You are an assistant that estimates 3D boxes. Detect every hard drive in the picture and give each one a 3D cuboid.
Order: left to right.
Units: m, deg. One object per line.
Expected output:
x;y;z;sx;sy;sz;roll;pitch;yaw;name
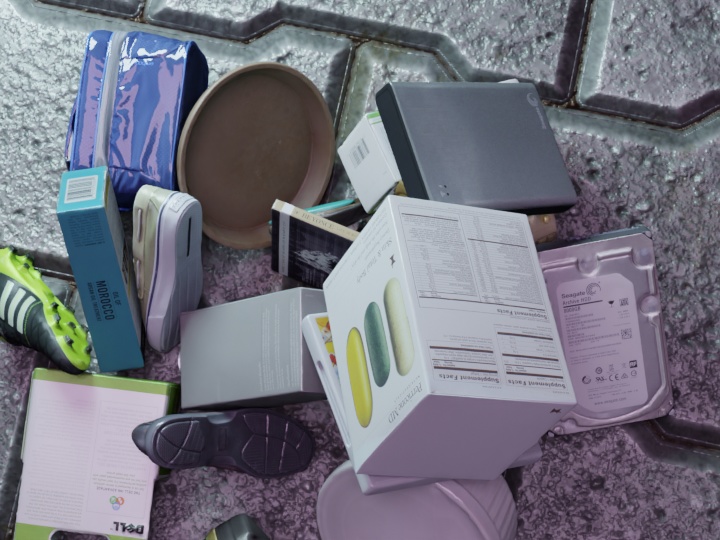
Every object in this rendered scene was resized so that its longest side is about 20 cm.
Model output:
0.117;-0.119;1.409;0.199;0.033;0.141;-6;70;-39;hard drive
0.244;0.064;1.471;0.138;0.038;0.202;-9;102;0;hard drive

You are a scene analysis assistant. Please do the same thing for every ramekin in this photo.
0.065;0.247;1.414;0.202;0.203;0.094;36;41;8;ramekin

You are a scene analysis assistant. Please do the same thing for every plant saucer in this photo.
-0.113;-0.122;1.505;0.029;0.200;0.201;22;78;49;plant saucer

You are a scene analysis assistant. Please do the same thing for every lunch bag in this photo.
-0.244;-0.150;1.521;0.131;0.136;0.202;6;83;5;lunch bag

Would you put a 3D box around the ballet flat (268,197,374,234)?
0.002;-0.057;1.523;0.199;0.068;0.069;-22;94;-8;ballet flat

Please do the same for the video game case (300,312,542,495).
0.059;0.114;1.357;0.199;0.023;0.183;-6;60;-31;video game case

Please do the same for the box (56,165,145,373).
-0.264;0.001;1.464;0.049;0.083;0.201;-9;124;-1;box

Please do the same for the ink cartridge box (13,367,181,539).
-0.277;0.210;1.491;0.146;0.076;0.202;7;85;4;ink cartridge box

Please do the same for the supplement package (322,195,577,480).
0.074;0.064;1.283;0.150;0.152;0.201;6;54;-26;supplement package

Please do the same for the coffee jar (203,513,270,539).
-0.165;0.340;1.440;0.199;0.085;0.105;-37;113;1;coffee jar

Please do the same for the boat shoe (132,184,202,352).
-0.205;-0.004;1.486;0.062;0.201;0.072;27;38;20;boat shoe

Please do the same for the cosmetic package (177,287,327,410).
-0.095;0.084;1.445;0.090;0.199;0.108;7;78;-41;cosmetic package

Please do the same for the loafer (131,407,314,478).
-0.141;0.173;1.464;0.199;0.063;0.073;9;88;-37;loafer

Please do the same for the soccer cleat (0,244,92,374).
-0.349;0.056;1.505;0.081;0.067;0.200;-48;53;6;soccer cleat

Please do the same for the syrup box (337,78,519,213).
0.087;-0.131;1.488;0.199;0.079;0.082;-18;76;-30;syrup box

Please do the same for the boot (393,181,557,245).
0.121;-0.051;1.460;0.154;0.201;0.073;-24;54;-3;boot

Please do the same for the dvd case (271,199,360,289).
0.000;0.000;1.477;0.199;0.149;0.016;22;66;6;dvd case
